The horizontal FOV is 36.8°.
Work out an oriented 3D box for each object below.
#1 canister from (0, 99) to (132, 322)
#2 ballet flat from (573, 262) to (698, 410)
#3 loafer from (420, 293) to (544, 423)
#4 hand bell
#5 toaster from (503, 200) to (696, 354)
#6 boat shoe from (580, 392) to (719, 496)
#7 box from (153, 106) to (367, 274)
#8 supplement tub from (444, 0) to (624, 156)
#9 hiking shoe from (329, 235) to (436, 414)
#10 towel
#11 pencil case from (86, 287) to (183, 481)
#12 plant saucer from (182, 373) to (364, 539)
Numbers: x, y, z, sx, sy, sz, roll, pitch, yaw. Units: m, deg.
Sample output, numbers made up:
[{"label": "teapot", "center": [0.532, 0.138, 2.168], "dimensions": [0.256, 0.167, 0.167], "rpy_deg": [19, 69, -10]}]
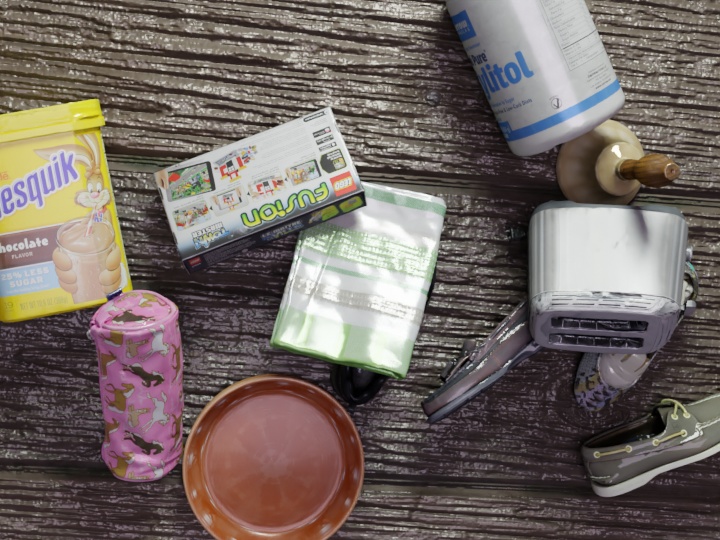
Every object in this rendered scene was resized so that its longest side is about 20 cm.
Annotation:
[{"label": "canister", "center": [-0.317, -0.061, 1.095], "dimensions": [0.146, 0.087, 0.203], "rpy_deg": [-11, 100, -7]}, {"label": "ballet flat", "center": [0.306, 0.071, 1.194], "dimensions": [0.072, 0.072, 0.201], "rpy_deg": [34, 92, -10]}, {"label": "loafer", "center": [0.141, 0.089, 1.185], "dimensions": [0.199, 0.072, 0.063], "rpy_deg": [-34, 80, -8]}, {"label": "hand bell", "center": [0.279, -0.102, 1.102], "dimensions": [0.102, 0.200, 0.106], "rpy_deg": [-1, 98, -7]}, {"label": "toaster", "center": [0.246, 0.007, 1.126], "dimensions": [0.197, 0.114, 0.131], "rpy_deg": [4, 59, 7]}, {"label": "boat shoe", "center": [0.342, 0.182, 1.211], "dimensions": [0.200, 0.072, 0.061], "rpy_deg": [-26, 104, 1]}, {"label": "box", "center": [-0.104, -0.084, 1.116], "dimensions": [0.198, 0.035, 0.111], "rpy_deg": [-21, 66, -4]}, {"label": "supplement tub", "center": [0.176, -0.233, 1.109], "dimensions": [0.131, 0.132, 0.202], "rpy_deg": [-27, 99, -3]}, {"label": "hiking shoe", "center": [0.034, 0.056, 1.143], "dimensions": [0.075, 0.101, 0.202], "rpy_deg": [21, 95, -11]}, {"label": "towel", "center": [0.000, 0.000, 1.107], "dimensions": [0.147, 0.031, 0.202], "rpy_deg": [12, 66, 6]}, {"label": "pencil case", "center": [-0.225, 0.120, 1.099], "dimensions": [0.085, 0.083, 0.202], "rpy_deg": [14, 122, 19]}, {"label": "plant saucer", "center": [-0.095, 0.212, 1.183], "dimensions": [0.197, 0.032, 0.203], "rpy_deg": [-1, 97, -6]}]
